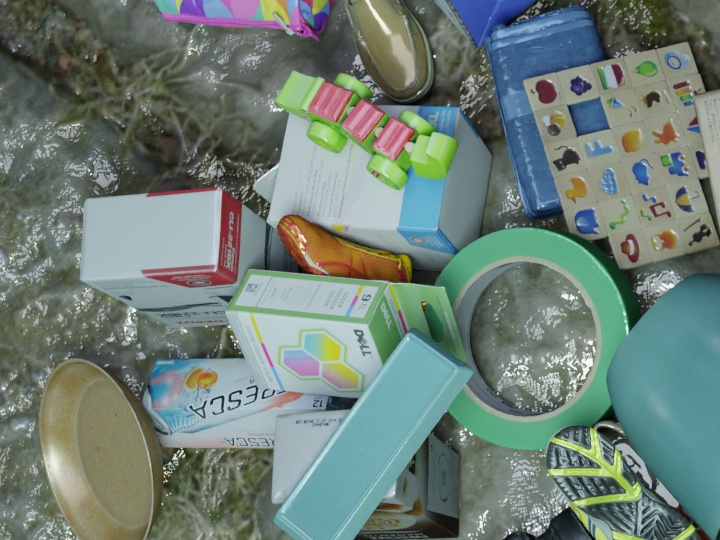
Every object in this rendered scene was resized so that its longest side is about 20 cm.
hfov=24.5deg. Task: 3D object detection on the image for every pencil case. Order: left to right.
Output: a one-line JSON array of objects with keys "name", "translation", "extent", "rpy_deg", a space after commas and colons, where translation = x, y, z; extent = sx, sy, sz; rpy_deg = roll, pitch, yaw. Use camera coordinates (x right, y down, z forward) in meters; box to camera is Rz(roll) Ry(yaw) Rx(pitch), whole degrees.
[{"name": "pencil case", "translation": [-0.125, -0.294, 1.747], "extent": [0.199, 0.088, 0.089], "rpy_deg": [10, 76, 25]}]

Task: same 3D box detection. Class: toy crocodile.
[{"name": "toy crocodile", "translation": [0.004, -0.133, 1.512], "extent": [0.199, 0.062, 0.068], "rpy_deg": [31, 83, 28]}]

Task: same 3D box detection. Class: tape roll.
[{"name": "tape roll", "translation": [0.155, 0.061, 1.507], "extent": [0.199, 0.048, 0.202], "rpy_deg": [1, 91, 26]}]

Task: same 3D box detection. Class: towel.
[{"name": "towel", "translation": [0.191, -0.151, 1.593], "extent": [0.111, 0.049, 0.201], "rpy_deg": [-13, 70, 6]}]

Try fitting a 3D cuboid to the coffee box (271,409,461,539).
[{"name": "coffee box", "translation": [0.010, 0.184, 1.468], "extent": [0.114, 0.200, 0.080], "rpy_deg": [-5, 71, 19]}]

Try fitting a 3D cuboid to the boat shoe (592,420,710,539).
[{"name": "boat shoe", "translation": [0.272, 0.209, 1.439], "extent": [0.071, 0.063, 0.200], "rpy_deg": [-41, 65, 2]}]

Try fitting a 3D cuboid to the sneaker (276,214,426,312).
[{"name": "sneaker", "translation": [0.000, 0.000, 1.554], "extent": [0.077, 0.200, 0.073], "rpy_deg": [-52, 32, 1]}]

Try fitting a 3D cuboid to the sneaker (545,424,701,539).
[{"name": "sneaker", "translation": [0.230, 0.211, 1.401], "extent": [0.075, 0.076, 0.201], "rpy_deg": [-34, 89, 1]}]

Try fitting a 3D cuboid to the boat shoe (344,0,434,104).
[{"name": "boat shoe", "translation": [0.013, -0.262, 1.686], "extent": [0.071, 0.076, 0.201], "rpy_deg": [-29, 65, 9]}]

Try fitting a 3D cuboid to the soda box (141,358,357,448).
[{"name": "soda box", "translation": [-0.107, 0.128, 1.597], "extent": [0.198, 0.069, 0.064], "rpy_deg": [-2, 48, 20]}]

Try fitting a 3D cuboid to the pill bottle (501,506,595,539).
[{"name": "pill bottle", "translation": [0.130, 0.299, 1.435], "extent": [0.200, 0.112, 0.112], "rpy_deg": [-39, 64, 4]}]

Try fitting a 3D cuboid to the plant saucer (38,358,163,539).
[{"name": "plant saucer", "translation": [-0.246, 0.181, 1.614], "extent": [0.199, 0.035, 0.202], "rpy_deg": [16, 112, 45]}]

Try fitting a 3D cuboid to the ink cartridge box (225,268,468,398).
[{"name": "ink cartridge box", "translation": [-0.013, 0.061, 1.499], "extent": [0.199, 0.104, 0.060], "rpy_deg": [5, 47, 25]}]

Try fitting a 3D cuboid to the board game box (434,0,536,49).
[{"name": "board game box", "translation": [0.076, -0.347, 1.645], "extent": [0.097, 0.159, 0.200], "rpy_deg": [-39, 64, 4]}]

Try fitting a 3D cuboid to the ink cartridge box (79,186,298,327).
[{"name": "ink cartridge box", "translation": [-0.160, -0.008, 1.600], "extent": [0.143, 0.200, 0.084], "rpy_deg": [-4, 75, 19]}]

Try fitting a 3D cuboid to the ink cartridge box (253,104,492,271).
[{"name": "ink cartridge box", "translation": [0.009, -0.081, 1.598], "extent": [0.199, 0.129, 0.126], "rpy_deg": [5, 74, 22]}]

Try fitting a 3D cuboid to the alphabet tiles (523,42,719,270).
[{"name": "alphabet tiles", "translation": [0.258, -0.105, 1.542], "extent": [0.166, 0.008, 0.201], "rpy_deg": [-13, 75, -7]}]

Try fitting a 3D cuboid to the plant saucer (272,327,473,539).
[{"name": "plant saucer", "translation": [0.007, 0.143, 1.362], "extent": [0.070, 0.019, 0.201], "rpy_deg": [35, 87, 27]}]

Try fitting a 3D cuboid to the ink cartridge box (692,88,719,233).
[{"name": "ink cartridge box", "translation": [0.396, -0.074, 1.472], "extent": [0.164, 0.075, 0.202], "rpy_deg": [-12, 73, 16]}]

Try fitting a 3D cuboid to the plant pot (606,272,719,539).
[{"name": "plant pot", "translation": [0.303, 0.099, 1.379], "extent": [0.161, 0.201, 0.201], "rpy_deg": [43, 90, 22]}]
